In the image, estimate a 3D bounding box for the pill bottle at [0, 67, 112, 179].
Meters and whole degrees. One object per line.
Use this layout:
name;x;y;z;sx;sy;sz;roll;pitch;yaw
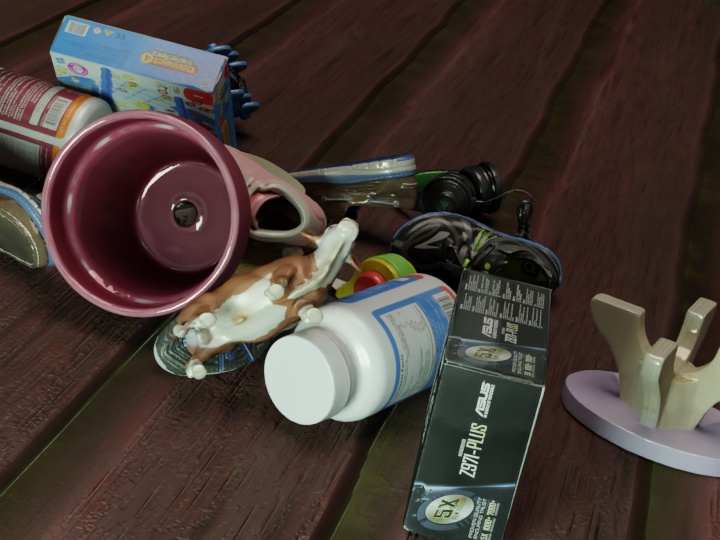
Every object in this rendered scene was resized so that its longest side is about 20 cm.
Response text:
pill bottle;-0.397;-0.173;1.801;0.200;0.110;0.110;18;25;13

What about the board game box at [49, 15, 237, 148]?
board game box;-0.253;-0.201;1.841;0.200;0.196;0.056;15;63;7

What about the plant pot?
plant pot;-0.194;-0.056;1.553;0.200;0.200;0.179;17;4;11

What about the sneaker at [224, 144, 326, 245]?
sneaker;-0.134;-0.088;1.701;0.200;0.075;0.105;26;5;5

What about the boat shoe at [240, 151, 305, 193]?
boat shoe;-0.162;-0.108;1.798;0.201;0.063;0.074;19;21;6

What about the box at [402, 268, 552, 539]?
box;0.103;0.116;1.339;0.086;0.164;0.200;14;24;3

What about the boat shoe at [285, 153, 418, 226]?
boat shoe;-0.028;-0.088;1.827;0.200;0.073;0.072;-6;7;25

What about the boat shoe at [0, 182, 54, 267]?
boat shoe;-0.388;-0.052;1.585;0.200;0.072;0.072;32;48;33

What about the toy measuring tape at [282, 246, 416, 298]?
toy measuring tape;0.000;0.000;1.651;0.200;0.074;0.074;32;30;32

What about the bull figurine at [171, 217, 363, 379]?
bull figurine;-0.082;0.026;1.383;0.200;0.065;0.121;-30;10;11

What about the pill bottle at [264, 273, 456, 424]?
pill bottle;0.005;0.076;1.444;0.112;0.112;0.200;28;28;31

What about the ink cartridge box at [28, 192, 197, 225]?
ink cartridge box;-0.260;-0.065;1.718;0.099;0.039;0.200;29;28;35

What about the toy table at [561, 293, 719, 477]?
toy table;0.304;0.106;1.516;0.200;0.117;0.184;16;24;12

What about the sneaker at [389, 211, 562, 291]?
sneaker;0.133;-0.014;1.754;0.199;0.071;0.083;14;18;-3

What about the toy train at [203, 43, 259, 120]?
toy train;-0.202;-0.233;2.002;0.114;0.087;0.200;-17;-4;5

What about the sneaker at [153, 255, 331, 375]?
sneaker;-0.118;0.054;1.504;0.200;0.076;0.077;-24;-3;-37

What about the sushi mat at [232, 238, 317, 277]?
sushi mat;-0.116;-0.029;1.737;0.096;0.012;0.200;27;28;26

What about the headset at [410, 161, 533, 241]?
headset;0.131;-0.081;1.932;0.200;0.094;0.123;12;23;41
